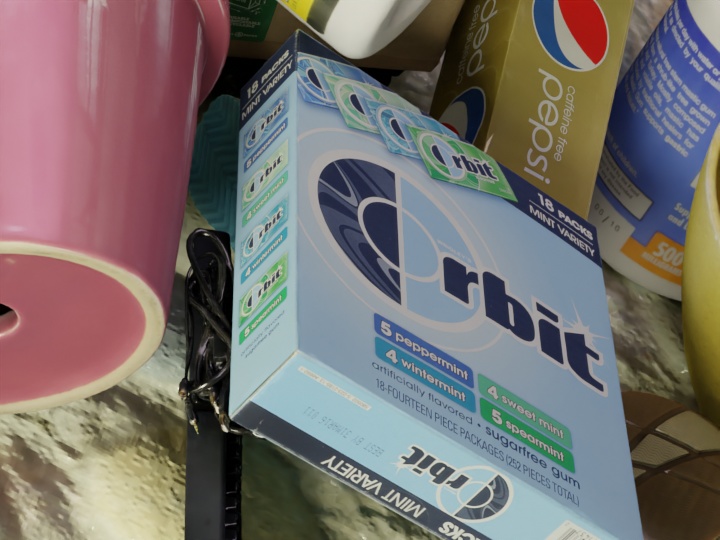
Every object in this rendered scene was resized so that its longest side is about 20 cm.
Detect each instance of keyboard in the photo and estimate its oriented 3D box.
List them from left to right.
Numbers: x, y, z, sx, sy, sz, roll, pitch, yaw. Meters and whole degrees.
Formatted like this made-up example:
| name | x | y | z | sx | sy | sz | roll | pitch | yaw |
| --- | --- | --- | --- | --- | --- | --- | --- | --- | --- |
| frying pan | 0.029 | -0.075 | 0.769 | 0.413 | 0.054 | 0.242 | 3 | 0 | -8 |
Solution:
| name | x | y | z | sx | sy | sz | roll | pitch | yaw |
| --- | --- | --- | --- | --- | --- | --- | --- | --- | --- |
| keyboard | -0.044 | 0.064 | 0.944 | 0.039 | 0.105 | 0.201 | -7 | 41 | 2 |

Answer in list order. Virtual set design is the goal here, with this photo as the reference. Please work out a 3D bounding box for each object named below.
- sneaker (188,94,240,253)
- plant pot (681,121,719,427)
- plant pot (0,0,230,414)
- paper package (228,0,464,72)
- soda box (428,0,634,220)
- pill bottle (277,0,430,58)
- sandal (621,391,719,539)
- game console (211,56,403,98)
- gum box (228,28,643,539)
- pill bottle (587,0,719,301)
| name | x | y | z | sx | sy | sz | roll | pitch | yaw |
| --- | --- | --- | --- | --- | --- | --- | --- | --- | --- |
| sneaker | 0.000 | 0.000 | 1.084 | 0.080 | 0.077 | 0.201 | 2 | 47 | -39 |
| plant pot | 0.227 | 0.026 | 1.155 | 0.199 | 0.142 | 0.201 | 10 | 50 | -12 |
| plant pot | -0.143 | -0.052 | 0.951 | 0.199 | 0.200 | 0.180 | 10 | 55 | -29 |
| paper package | -0.049 | -0.196 | 1.164 | 0.198 | 0.104 | 0.192 | 5 | 53 | -12 |
| soda box | 0.075 | -0.078 | 1.170 | 0.064 | 0.068 | 0.201 | 28 | 60 | -22 |
| pill bottle | -0.041 | -0.191 | 1.027 | 0.200 | 0.113 | 0.112 | 41 | 35 | 4 |
| sandal | 0.092 | 0.120 | 1.035 | 0.080 | 0.054 | 0.200 | 40 | 49 | 4 |
| game console | -0.047 | -0.183 | 1.231 | 0.200 | 0.117 | 0.176 | 46 | 26 | 19 |
| gum box | 0.029 | 0.017 | 0.981 | 0.169 | 0.045 | 0.201 | 32 | 32 | -24 |
| pill bottle | 0.193 | -0.090 | 1.237 | 0.111 | 0.200 | 0.112 | 21 | 36 | -16 |
